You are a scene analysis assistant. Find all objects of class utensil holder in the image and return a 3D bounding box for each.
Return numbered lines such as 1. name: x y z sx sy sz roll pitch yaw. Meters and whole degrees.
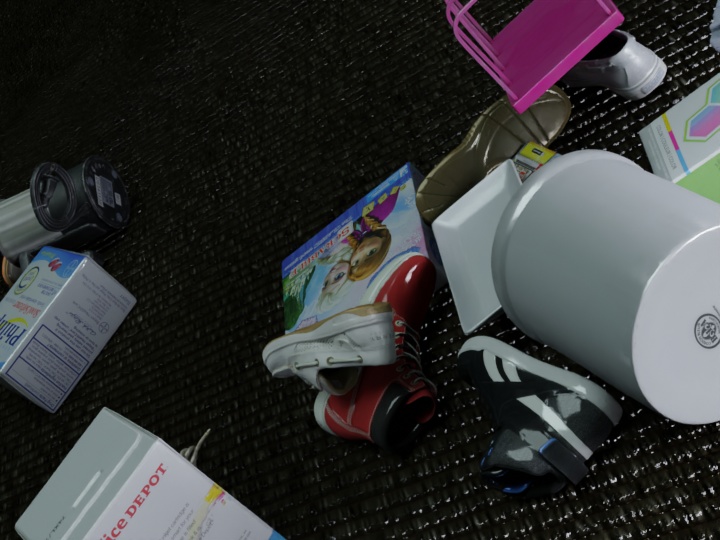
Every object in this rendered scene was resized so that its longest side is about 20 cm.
1. utensil holder: 0.221 0.011 1.149 0.170 0.170 0.200 -48 30 -2

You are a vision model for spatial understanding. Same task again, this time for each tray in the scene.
1. tray: 0.127 -0.021 1.394 0.107 0.022 0.201 -39 29 17

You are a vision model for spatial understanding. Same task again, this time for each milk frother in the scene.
1. milk frother: -0.481 -0.088 2.210 0.187 0.200 0.182 -22 46 21

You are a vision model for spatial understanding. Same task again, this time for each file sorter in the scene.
1. file sorter: 0.162 -0.283 1.509 0.139 0.125 0.200 -41 22 16

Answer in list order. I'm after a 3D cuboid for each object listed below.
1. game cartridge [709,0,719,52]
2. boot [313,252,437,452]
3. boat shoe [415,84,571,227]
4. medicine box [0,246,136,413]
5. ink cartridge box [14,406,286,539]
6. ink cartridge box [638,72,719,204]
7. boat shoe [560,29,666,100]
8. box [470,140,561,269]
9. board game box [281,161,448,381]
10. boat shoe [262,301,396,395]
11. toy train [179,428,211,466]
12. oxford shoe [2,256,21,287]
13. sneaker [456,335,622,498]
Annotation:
1. game cartridge: 0.418 -0.302 1.414 0.133 0.041 0.201 -18 40 49
2. boot: 0.048 0.078 1.414 0.144 0.072 0.201 6 66 56
3. boat shoe: 0.136 -0.119 1.540 0.201 0.072 0.066 -43 -6 -8
4. medicine box: -0.438 0.079 2.058 0.201 0.103 0.182 -54 28 -15
5. ink cartridge box: -0.191 0.255 1.378 0.147 0.200 0.146 -53 28 -13
6. ink cartridge box: 0.346 -0.135 1.273 0.199 0.059 0.104 -36 30 21
7. boat shoe: 0.241 -0.229 1.531 0.072 0.068 0.200 -46 27 4
8. box: 0.175 -0.044 1.419 0.137 0.038 0.200 -49 28 -1
9. board game box: 0.000 0.000 1.607 0.199 0.041 0.200 -38 29 18
10. boat shoe: -0.032 0.086 1.393 0.200 0.070 0.070 -27 76 57
11. toy train: -0.220 0.265 1.548 0.115 0.084 0.201 -29 31 56
12. oxford shoe: -0.508 -0.057 2.370 0.072 0.071 0.201 -3 51 47
13. sneaker: 0.120 0.127 1.239 0.112 0.073 0.199 -52 29 -13
